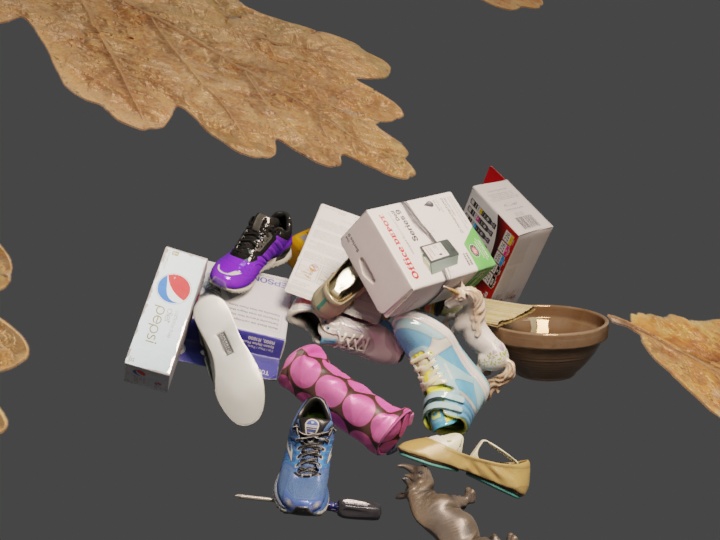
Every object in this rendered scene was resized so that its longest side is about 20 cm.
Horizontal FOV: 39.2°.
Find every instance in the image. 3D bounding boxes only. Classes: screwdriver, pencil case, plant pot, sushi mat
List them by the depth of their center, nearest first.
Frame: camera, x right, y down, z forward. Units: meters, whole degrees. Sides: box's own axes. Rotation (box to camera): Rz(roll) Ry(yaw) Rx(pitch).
[{"bbox_3d":[-0.069,0.309,1.358,0.198,0.028,0.029,12,68,-5],"label":"screwdriver"},{"bbox_3d":[-0.020,0.184,1.473,0.199,0.091,0.093,34,41,21],"label":"pencil case"},{"bbox_3d":[0.301,0.121,1.641,0.198,0.094,0.201,-2,11,0],"label":"plant pot"},{"bbox_3d":[0.185,0.062,1.674,0.095,0.012,0.199,-18,18,-39],"label":"sushi mat"}]

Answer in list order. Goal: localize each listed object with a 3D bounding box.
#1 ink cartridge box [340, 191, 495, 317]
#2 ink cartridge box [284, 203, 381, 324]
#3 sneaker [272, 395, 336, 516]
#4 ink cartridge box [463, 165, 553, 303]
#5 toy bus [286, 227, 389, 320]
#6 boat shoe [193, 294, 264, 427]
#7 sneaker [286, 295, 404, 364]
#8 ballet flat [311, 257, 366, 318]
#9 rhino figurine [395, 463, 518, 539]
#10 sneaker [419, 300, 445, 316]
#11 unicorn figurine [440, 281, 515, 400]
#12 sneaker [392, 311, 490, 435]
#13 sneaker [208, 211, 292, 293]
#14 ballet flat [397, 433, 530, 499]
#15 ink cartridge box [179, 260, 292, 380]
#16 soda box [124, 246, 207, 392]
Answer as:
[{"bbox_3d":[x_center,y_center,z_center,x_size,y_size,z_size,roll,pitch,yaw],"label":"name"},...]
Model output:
[{"bbox_3d":[0.089,-0.027,1.544,0.199,0.084,0.147,-16,69,-44],"label":"ink cartridge box"},{"bbox_3d":[-0.022,-0.004,1.634,0.161,0.057,0.201,19,55,2],"label":"ink cartridge box"},{"bbox_3d":[-0.074,0.245,1.361,0.078,0.090,0.201,5,34,-2],"label":"sneaker"},{"bbox_3d":[0.217,-0.049,1.750,0.083,0.201,0.176,-13,49,-32],"label":"ink cartridge box"},{"bbox_3d":[-0.031,0.012,1.686,0.078,0.065,0.200,-25,56,-40],"label":"toy bus"},{"bbox_3d":[-0.189,0.134,1.472,0.070,0.064,0.202,-17,72,-12],"label":"boat shoe"},{"bbox_3d":[-0.028,0.101,1.571,0.198,0.076,0.087,25,32,11],"label":"sneaker"},{"bbox_3d":[0.000,0.000,1.564,0.069,0.070,0.200,32,52,16],"label":"ballet flat"},{"bbox_3d":[0.117,0.331,1.378,0.087,0.060,0.200,-23,52,-34],"label":"rhino figurine"},{"bbox_3d":[0.109,0.012,1.688,0.089,0.071,0.200,17,20,8],"label":"sneaker"},{"bbox_3d":[0.170,0.101,1.576,0.200,0.137,0.074,43,44,-8],"label":"unicorn figurine"},{"bbox_3d":[0.109,0.163,1.513,0.200,0.079,0.131,45,42,-13],"label":"sneaker"},{"bbox_3d":[-0.171,-0.041,1.601,0.069,0.100,0.200,25,32,17],"label":"sneaker"},{"bbox_3d":[0.152,0.268,1.458,0.198,0.069,0.064,21,82,-6],"label":"ballet flat"},{"bbox_3d":[-0.209,0.069,1.567,0.197,0.041,0.201,13,39,-8],"label":"ink cartridge box"},{"bbox_3d":[-0.282,0.070,1.472,0.067,0.064,0.202,16,58,-5],"label":"soda box"}]
